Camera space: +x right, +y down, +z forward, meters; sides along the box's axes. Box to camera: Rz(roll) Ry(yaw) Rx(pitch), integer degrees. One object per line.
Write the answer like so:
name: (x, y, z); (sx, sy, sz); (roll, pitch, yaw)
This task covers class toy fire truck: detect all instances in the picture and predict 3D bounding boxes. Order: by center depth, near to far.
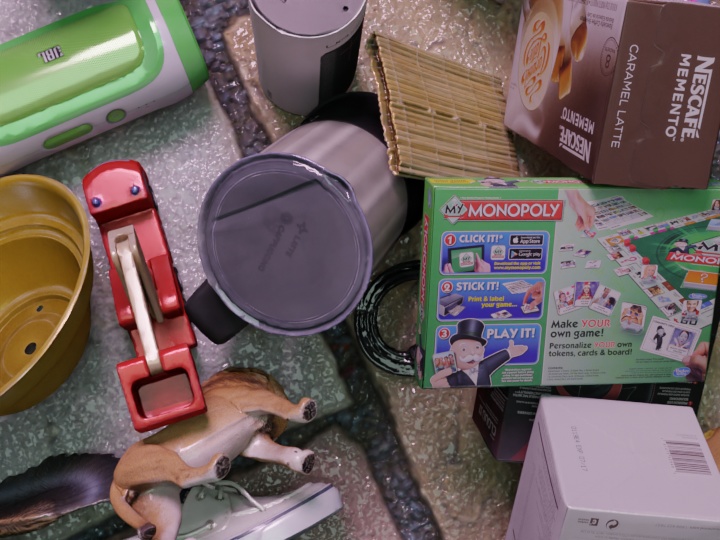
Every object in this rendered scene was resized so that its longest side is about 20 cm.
toy fire truck: (-0.154, 0.010, 0.767); (0.048, 0.141, 0.202); (-17, 82, -6)

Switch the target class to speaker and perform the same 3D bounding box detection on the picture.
speaker: (-0.038, -0.171, 0.768); (0.080, 0.200, 0.082); (0, 84, -3)
speaker: (-0.216, -0.137, 0.810); (0.198, 0.088, 0.089); (-24, 87, -6)

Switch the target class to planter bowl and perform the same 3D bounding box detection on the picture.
planter bowl: (-0.252, 0.038, 0.772); (0.198, 0.084, 0.202); (-14, 53, 19)

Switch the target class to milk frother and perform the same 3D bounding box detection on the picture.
milk frother: (0.000, 0.000, 0.760); (0.199, 0.188, 0.182); (31, 116, 4)

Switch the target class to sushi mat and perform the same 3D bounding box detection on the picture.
sushi mat: (0.066, -0.107, 0.790); (0.012, 0.199, 0.097); (-14, 82, 31)

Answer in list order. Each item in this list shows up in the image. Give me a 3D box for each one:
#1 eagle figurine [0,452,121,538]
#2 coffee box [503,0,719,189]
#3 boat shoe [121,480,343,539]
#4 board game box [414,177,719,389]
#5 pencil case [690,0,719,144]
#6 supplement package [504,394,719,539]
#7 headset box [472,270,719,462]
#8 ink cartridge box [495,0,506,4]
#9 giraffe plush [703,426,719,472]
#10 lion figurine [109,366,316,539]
eagle figurine: (-0.270, 0.194, 0.752); (0.198, 0.151, 0.153); (15, 107, -19)
coffee box: (0.170, -0.133, 0.753); (0.079, 0.200, 0.116); (3, 108, -10)
boat shoe: (-0.116, 0.180, 0.800); (0.200, 0.075, 0.087); (-24, 78, 1)
board game box: (0.137, 0.008, 0.718); (0.197, 0.029, 0.136); (0, 106, -9)
pencil case: (0.235, -0.193, 0.851); (0.087, 0.088, 0.203); (0, 84, -4)
supplement package: (0.162, 0.201, 0.746); (0.108, 0.114, 0.202); (5, 122, -3)
headset box: (0.169, 0.055, 0.792); (0.147, 0.075, 0.202); (4, 106, -10)
ink cartridge box: (0.125, -0.324, 0.823); (0.085, 0.148, 0.202); (24, 84, 0)
giraffe plush: (0.305, 0.144, 0.806); (0.160, 0.173, 0.202); (-16, 120, 4)
lion figurine: (-0.107, 0.119, 0.735); (0.122, 0.199, 0.073); (10, 109, 37)
